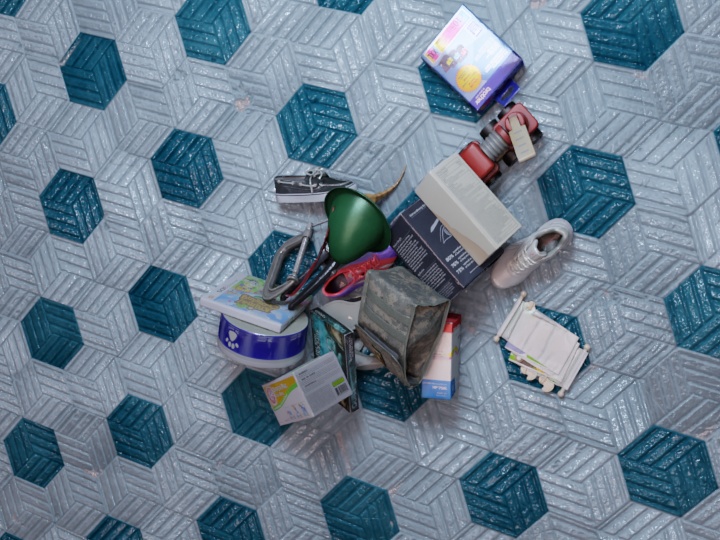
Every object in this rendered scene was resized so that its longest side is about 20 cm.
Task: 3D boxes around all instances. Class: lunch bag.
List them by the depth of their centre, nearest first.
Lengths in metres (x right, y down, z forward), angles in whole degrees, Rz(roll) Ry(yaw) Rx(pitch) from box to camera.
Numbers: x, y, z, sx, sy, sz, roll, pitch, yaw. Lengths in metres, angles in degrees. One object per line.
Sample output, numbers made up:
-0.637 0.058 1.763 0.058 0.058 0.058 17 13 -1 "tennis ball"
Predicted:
0.074 0.117 1.479 0.164 0.116 0.204 37 124 45 "lunch bag"

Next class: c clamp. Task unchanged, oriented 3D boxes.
-0.149 -0.026 1.610 0.169 0.203 0.027 -16 134 42 "c clamp"

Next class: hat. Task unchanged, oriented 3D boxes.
-0.049 -0.037 1.472 0.163 0.177 0.202 25 147 21 "hat"

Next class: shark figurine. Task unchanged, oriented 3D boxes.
0.008 0.194 1.621 0.210 0.089 0.131 1 97 18 "shark figurine"

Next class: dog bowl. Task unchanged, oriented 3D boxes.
-0.215 0.133 1.616 0.196 0.200 0.080 17 111 14 "dog bowl"

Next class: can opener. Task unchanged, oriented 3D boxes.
-0.095 0.007 1.600 0.063 0.079 0.201 37 77 17 "can opener"

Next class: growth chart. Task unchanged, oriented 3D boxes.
0.380 0.160 1.540 0.199 0.018 0.146 38 105 10 "growth chart"

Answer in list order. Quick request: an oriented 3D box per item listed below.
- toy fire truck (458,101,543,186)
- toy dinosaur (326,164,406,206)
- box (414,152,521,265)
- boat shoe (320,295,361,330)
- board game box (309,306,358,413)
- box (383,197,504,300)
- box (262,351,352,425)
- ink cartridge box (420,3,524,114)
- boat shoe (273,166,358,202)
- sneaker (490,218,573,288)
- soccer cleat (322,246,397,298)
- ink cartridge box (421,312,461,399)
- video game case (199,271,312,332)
0.277 -0.239 1.434 0.176 0.200 0.129 -43 83 16 "toy fire truck"
0.019 -0.149 1.585 0.197 0.107 0.061 -23 69 -25 "toy dinosaur"
0.212 -0.123 1.443 0.201 0.094 0.078 50 148 7 "box"
-0.005 0.091 1.626 0.197 0.060 0.075 -19 83 20 "boat shoe"
-0.057 0.196 1.599 0.134 0.028 0.204 29 131 47 "board game box"
0.169 -0.056 1.500 0.201 0.147 0.105 50 148 7 "box"
-0.121 0.262 1.601 0.103 0.111 0.199 64 149 3 "box"
0.241 -0.419 1.493 0.200 0.076 0.137 44 106 7 "ink cartridge box"
-0.101 -0.194 1.620 0.196 0.074 0.069 0 111 26 "boat shoe"
0.343 -0.034 1.488 0.200 0.099 0.078 -42 84 16 "sneaker"
0.000 0.000 1.608 0.198 0.073 0.069 -34 86 17 "soccer cleat"
0.173 0.159 1.550 0.066 0.116 0.205 3 97 16 "ink cartridge box"
-0.228 0.066 1.628 0.196 0.182 0.022 18 114 14 "video game case"
